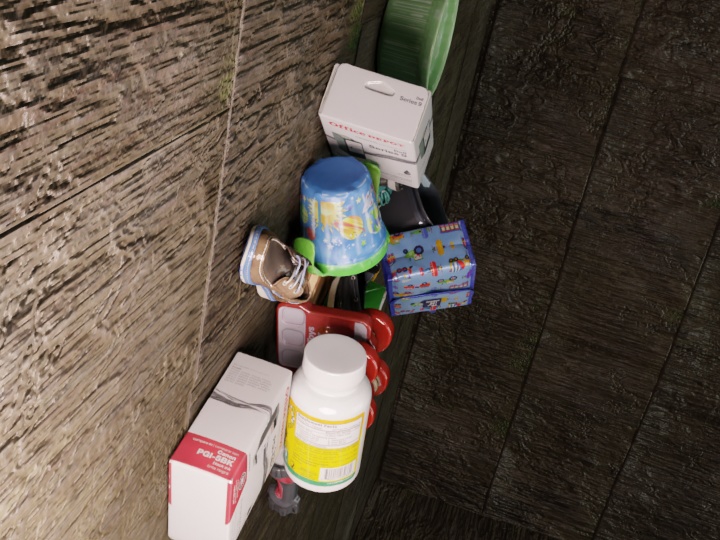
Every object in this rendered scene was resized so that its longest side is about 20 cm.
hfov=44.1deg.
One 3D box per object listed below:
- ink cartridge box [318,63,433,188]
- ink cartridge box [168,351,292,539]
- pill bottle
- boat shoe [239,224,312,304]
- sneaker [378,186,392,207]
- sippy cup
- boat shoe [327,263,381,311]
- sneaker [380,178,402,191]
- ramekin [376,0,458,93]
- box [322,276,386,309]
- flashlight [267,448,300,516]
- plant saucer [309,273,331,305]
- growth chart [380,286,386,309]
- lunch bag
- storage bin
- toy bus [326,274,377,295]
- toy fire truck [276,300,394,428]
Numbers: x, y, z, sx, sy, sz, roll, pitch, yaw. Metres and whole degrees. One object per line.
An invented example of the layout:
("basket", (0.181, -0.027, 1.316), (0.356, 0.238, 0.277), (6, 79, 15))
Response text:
("ink cartridge box", (0.027, -0.207, 1.302), (0.200, 0.144, 0.085), (65, 44, -76))
("ink cartridge box", (-0.160, 0.226, 1.113), (0.201, 0.082, 0.148), (-63, 166, -51))
("pill bottle", (-0.044, 0.191, 1.202), (0.113, 0.111, 0.202), (-61, 162, -55))
("boat shoe", (-0.098, -0.004, 1.118), (0.200, 0.072, 0.073), (65, 42, -77))
("sneaker", (0.014, -0.135, 1.555), (0.078, 0.079, 0.202), (90, 19, -60))
("sippy cup", (-0.030, -0.084, 1.261), (0.179, 0.138, 0.131), (-100, -177, -48))
("boat shoe", (-0.001, -0.001, 1.441), (0.075, 0.065, 0.201), (69, 29, -47))
("sneaker", (0.039, -0.231, 1.535), (0.067, 0.089, 0.202), (69, 27, -64))
("ramekin", (0.098, -0.408, 1.528), (0.200, 0.097, 0.202), (16, 90, -81))
("box", (-0.047, 0.132, 1.501), (0.201, 0.096, 0.177), (-69, -179, -47))
("flashlight", (-0.140, 0.368, 1.572), (0.201, 0.067, 0.068), (101, -24, -53))
("plant saucer", (-0.074, 0.026, 1.393), (0.200, 0.032, 0.202), (19, 90, -86))
("growth chart", (0.013, 0.129, 1.633), (0.201, 0.018, 0.146), (-71, -179, -56))
("lunch bag", (0.117, 0.016, 1.545), (0.201, 0.149, 0.095), (79, -1, -59))
("storage bin", (0.080, -0.087, 1.621), (0.146, 0.133, 0.201), (46, 22, -38))
("toy bus", (-0.009, -0.009, 1.644), (0.200, 0.077, 0.066), (-58, 162, -60))
("toy fire truck", (-0.045, 0.137, 1.307), (0.112, 0.166, 0.202), (-62, 160, -57))
